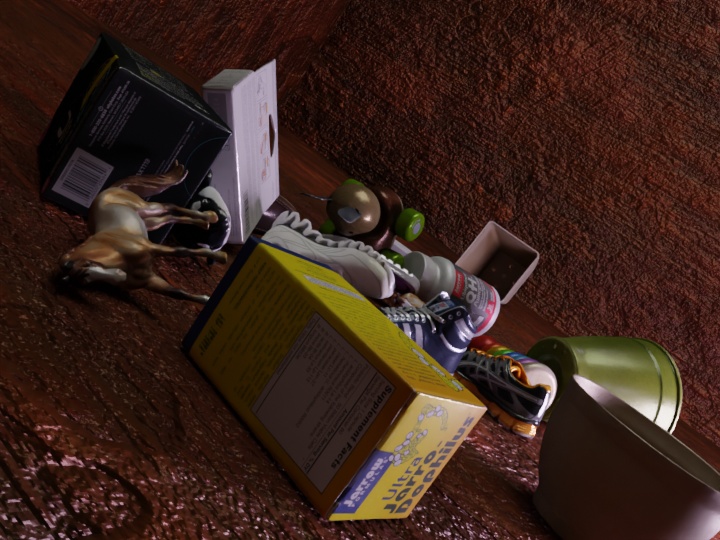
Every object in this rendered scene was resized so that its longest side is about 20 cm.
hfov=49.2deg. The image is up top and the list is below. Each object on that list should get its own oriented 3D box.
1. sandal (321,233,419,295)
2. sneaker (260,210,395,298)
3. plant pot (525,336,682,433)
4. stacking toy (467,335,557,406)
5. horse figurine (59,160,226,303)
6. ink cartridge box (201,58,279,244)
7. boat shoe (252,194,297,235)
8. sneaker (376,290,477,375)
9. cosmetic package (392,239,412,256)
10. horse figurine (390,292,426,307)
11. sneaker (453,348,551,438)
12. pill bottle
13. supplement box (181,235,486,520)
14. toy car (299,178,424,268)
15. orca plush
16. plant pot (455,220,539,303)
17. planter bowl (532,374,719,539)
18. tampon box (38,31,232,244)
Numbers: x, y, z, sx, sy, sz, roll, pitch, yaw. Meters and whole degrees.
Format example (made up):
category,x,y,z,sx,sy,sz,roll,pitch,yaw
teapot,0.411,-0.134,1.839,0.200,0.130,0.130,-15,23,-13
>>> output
category,x,y,z,sx,sy,sz,roll,pitch,yaw
sandal,0.001,-0.004,1.294,0.202,0.050,0.082,23,-28,7
sneaker,-0.048,-0.005,1.006,0.200,0.075,0.081,23,45,27
plant pot,0.363,0.185,1.248,0.193,0.201,0.200,16,16,-28
stacking toy,0.226,0.150,1.236,0.085,0.085,0.200,31,6,-22
horse figurine,-0.187,-0.032,0.678,0.132,0.050,0.200,8,33,-23
ink cartridge box,-0.150,-0.159,1.017,0.045,0.200,0.176,5,26,8
boat shoe,-0.178,-0.099,1.127,0.200,0.070,0.070,23,5,-16
sneaker,0.061,0.063,0.991,0.200,0.109,0.070,29,10,-29
cosmetic package,0.101,-0.017,1.746,0.200,0.051,0.083,38,12,22
horse figurine,0.099,0.075,1.256,0.132,0.050,0.200,34,9,-2
sneaker,0.187,0.148,1.104,0.200,0.077,0.078,40,12,38
pill bottle,0.156,0.041,1.449,0.200,0.111,0.111,28,11,-35
supplement box,-0.025,0.079,0.599,0.200,0.109,0.109,41,11,36
toy car,-0.016,-0.084,1.337,0.164,0.158,0.200,29,6,28
orca plush,-0.202,-0.068,0.877,0.071,0.105,0.200,-5,29,-22
plant pot,0.453,-0.006,2.553,0.200,0.200,0.177,38,-1,25
planter bowl,0.263,0.221,0.803,0.200,0.135,0.200,33,9,-6
tampon box,-0.248,-0.143,0.836,0.126,0.150,0.200,29,10,-32
